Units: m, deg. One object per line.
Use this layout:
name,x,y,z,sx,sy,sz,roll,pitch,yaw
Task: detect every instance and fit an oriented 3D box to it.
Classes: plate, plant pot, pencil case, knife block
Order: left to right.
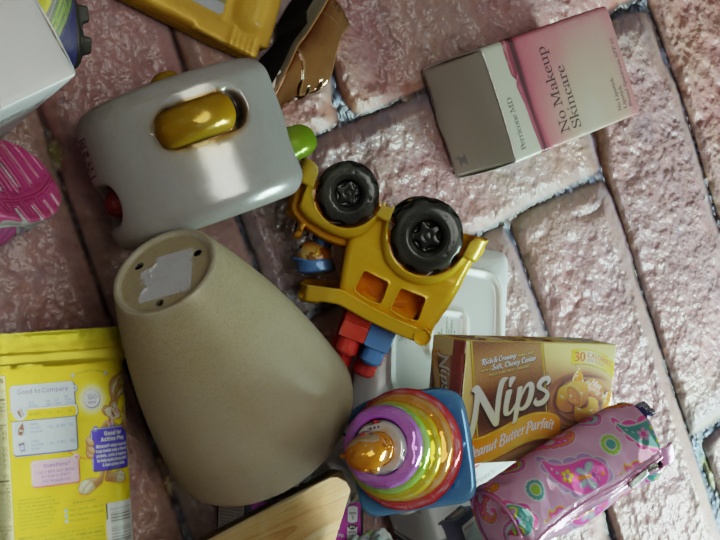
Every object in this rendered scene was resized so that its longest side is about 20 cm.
plant pot,-0.125,0.066,1.139,0.188,0.186,0.201,-52,139,-26
knife block,-0.117,0.251,1.180,0.174,0.064,0.202,19,81,-7
plate,0.084,0.068,1.411,0.198,0.032,0.202,7,81,-32
pencil case,0.200,0.199,1.256,0.199,0.087,0.088,-24,98,-26

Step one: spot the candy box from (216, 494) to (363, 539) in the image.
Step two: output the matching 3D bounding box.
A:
candy box,-0.069,0.316,1.266,0.135,0.061,0.203,6,82,-33

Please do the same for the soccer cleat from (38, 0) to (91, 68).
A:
soccer cleat,-0.295,-0.272,1.181,0.083,0.064,0.203,-12,91,-31

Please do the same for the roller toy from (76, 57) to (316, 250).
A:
roller toy,-0.154,-0.108,1.182,0.200,0.181,0.141,-29,101,-64

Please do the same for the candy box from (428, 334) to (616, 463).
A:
candy box,0.158,0.124,1.300,0.198,0.055,0.117,3,92,-34

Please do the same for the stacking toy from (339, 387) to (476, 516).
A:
stacking toy,0.023,0.154,1.143,0.200,0.115,0.111,24,56,-72

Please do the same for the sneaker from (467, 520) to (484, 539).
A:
sneaker,0.165,0.326,1.309,0.081,0.077,0.203,-17,104,-39

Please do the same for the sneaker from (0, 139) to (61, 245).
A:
sneaker,-0.339,-0.045,1.122,0.082,0.088,0.200,58,37,0

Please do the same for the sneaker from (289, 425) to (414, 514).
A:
sneaker,-0.033,0.185,1.266,0.199,0.077,0.081,29,50,2

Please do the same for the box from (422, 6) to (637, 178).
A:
box,0.188,-0.196,1.462,0.199,0.109,0.129,-24,98,-33

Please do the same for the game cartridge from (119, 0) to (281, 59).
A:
game cartridge,-0.158,-0.320,1.295,0.198,0.032,0.178,22,73,-29

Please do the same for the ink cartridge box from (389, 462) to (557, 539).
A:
ink cartridge box,0.115,0.256,1.362,0.144,0.084,0.202,-26,107,-31

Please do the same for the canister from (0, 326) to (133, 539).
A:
canister,-0.269,0.153,1.139,0.147,0.086,0.203,-2,87,-33

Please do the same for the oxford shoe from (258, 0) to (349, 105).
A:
oxford shoe,-0.065,-0.194,1.322,0.071,0.071,0.201,44,63,-28

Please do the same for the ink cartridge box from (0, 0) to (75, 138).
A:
ink cartridge box,-0.333,-0.137,1.060,0.145,0.199,0.085,-32,96,-31

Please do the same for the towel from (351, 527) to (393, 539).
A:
towel,0.007,0.366,1.239,0.201,0.048,0.172,-59,136,-44

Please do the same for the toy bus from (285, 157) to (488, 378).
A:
toy bus,0.000,0.000,1.309,0.198,0.136,0.194,26,94,-3
